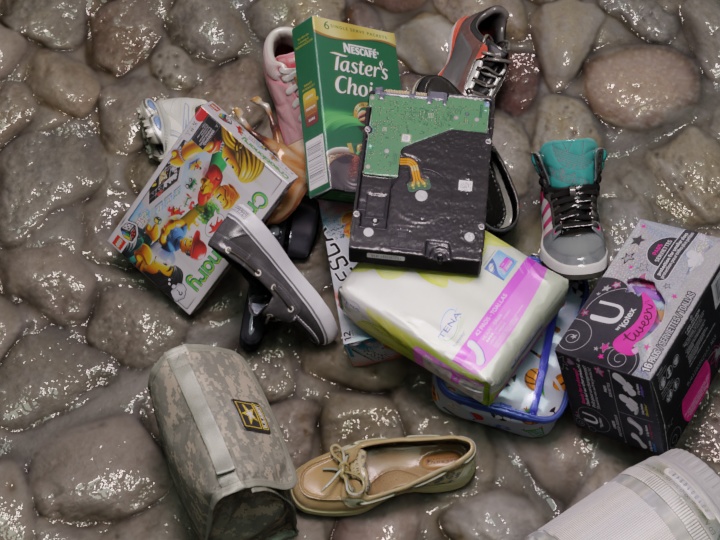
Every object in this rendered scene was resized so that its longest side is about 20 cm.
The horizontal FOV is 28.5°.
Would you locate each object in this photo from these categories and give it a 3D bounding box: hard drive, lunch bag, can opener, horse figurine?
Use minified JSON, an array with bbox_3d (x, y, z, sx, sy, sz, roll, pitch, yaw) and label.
[{"bbox_3d":[0.066,-0.095,1.478,0.138,0.038,0.202,5,63,2],"label":"hard drive"},{"bbox_3d":[-0.136,0.178,1.410,0.117,0.200,0.165,-22,64,-10],"label":"lunch bag"},{"bbox_3d":[-0.101,-0.007,1.578,0.078,0.064,0.202,13,64,6],"label":"can opener"},{"bbox_3d":[0.167,0.072,1.532,0.159,0.076,0.202,14,65,5],"label":"lunch bag"},{"bbox_3d":[-0.058,-0.149,1.576,0.199,0.050,0.133,-33,98,-31],"label":"horse figurine"}]

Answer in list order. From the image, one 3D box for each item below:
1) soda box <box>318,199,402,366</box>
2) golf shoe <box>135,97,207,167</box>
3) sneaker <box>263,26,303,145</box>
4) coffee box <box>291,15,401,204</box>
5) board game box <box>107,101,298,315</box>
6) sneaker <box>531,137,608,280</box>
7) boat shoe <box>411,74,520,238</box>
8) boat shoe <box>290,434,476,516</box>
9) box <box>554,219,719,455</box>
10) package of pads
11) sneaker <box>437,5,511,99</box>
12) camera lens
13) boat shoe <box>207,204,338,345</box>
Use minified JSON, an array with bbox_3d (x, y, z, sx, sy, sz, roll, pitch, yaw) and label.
[{"bbox_3d":[0.000,0.000,1.568,0.063,0.069,0.202,-13,63,4],"label":"soda box"},{"bbox_3d":[-0.190,-0.122,1.633,0.096,0.078,0.201,-15,65,-14],"label":"golf shoe"},{"bbox_3d":[-0.063,-0.196,1.650,0.075,0.105,0.201,-21,66,-11],"label":"sneaker"},{"bbox_3d":[-0.008,-0.172,1.552,0.122,0.044,0.202,6,70,-37],"label":"coffee box"},{"bbox_3d":[-0.174,-0.066,1.541,0.126,0.035,0.200,40,114,4],"label":"board game box"},{"bbox_3d":[0.230,-0.079,1.527,0.083,0.122,0.200,-5,26,3],"label":"sneaker"},{"bbox_3d":[0.122,-0.132,1.595,0.073,0.063,0.203,-25,90,-15],"label":"boat shoe"},{"bbox_3d":[0.023,0.204,1.472,0.198,0.063,0.074,-13,65,-5],"label":"boat shoe"},{"bbox_3d":[0.303,0.066,1.472,0.114,0.133,0.200,15,54,34],"label":"box"},{"bbox_3d":[0.093,0.029,1.473,0.199,0.068,0.155,32,69,18],"label":"package of pads"},{"bbox_3d":[0.136,-0.231,1.664,0.077,0.082,0.202,21,61,-25],"label":"sneaker"},{"bbox_3d":[0.265,0.286,1.374,0.199,0.160,0.160,-31,67,-14],"label":"camera lens"},{"bbox_3d":[-0.095,0.020,1.505,0.066,0.201,0.070,-45,39,-14],"label":"boat shoe"}]
